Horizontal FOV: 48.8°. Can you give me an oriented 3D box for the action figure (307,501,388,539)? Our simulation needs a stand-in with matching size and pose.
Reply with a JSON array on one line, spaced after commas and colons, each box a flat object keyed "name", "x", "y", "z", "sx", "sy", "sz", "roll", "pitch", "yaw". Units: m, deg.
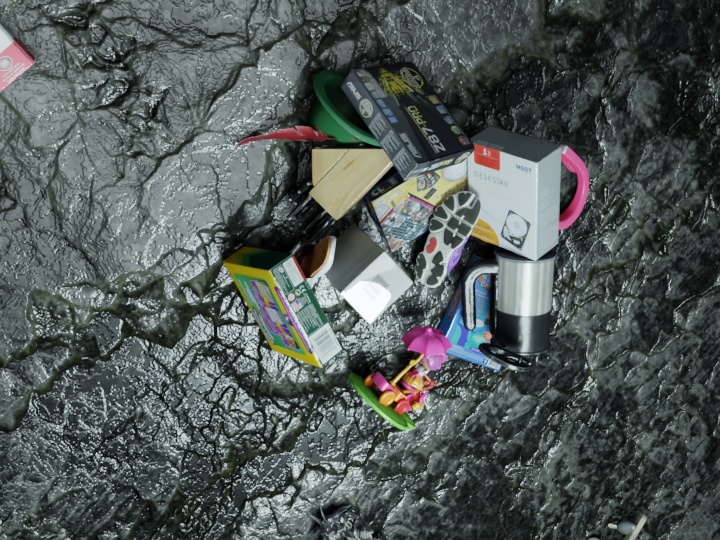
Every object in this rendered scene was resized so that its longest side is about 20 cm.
[{"name": "action figure", "x": -0.020, "y": 0.548, "z": 1.608, "sx": 0.200, "sy": 0.102, "sz": 0.119, "roll": 39, "pitch": 103, "yaw": -25}]

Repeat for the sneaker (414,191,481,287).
[{"name": "sneaker", "x": 0.167, "y": -0.063, "z": 1.489, "sx": 0.083, "sy": 0.081, "sz": 0.200, "roll": -24, "pitch": 147, "yaw": -56}]

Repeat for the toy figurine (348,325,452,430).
[{"name": "toy figurine", "x": 0.106, "y": 0.195, "z": 1.520, "sx": 0.184, "sy": 0.150, "sz": 0.200, "roll": -48, "pitch": 136, "yaw": 3}]

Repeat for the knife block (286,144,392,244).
[{"name": "knife block", "x": -0.029, "y": -0.128, "z": 1.377, "sx": 0.199, "sy": 0.064, "sz": 0.176, "roll": 2, "pitch": 104, "yaw": 13}]

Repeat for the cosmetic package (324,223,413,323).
[{"name": "cosmetic package", "x": 0.000, "y": 0.000, "z": 1.394, "sx": 0.108, "sy": 0.200, "sz": 0.085, "roll": -43, "pitch": 112, "yaw": 1}]

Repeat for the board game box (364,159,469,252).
[{"name": "board game box", "x": 0.115, "y": -0.137, "z": 1.456, "sx": 0.200, "sy": 0.035, "sz": 0.136, "roll": -31, "pitch": 134, "yaw": -8}]

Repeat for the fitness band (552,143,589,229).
[{"name": "fitness band", "x": 0.377, "y": -0.159, "z": 1.526, "sx": 0.200, "sy": 0.037, "sz": 0.144, "roll": 28, "pitch": 85, "yaw": -47}]

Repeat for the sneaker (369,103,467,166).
[{"name": "sneaker", "x": 0.114, "y": -0.235, "z": 1.427, "sx": 0.200, "sy": 0.079, "sz": 0.076, "roll": -30, "pitch": 113, "yaw": -9}]

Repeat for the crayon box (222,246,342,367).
[{"name": "crayon box", "x": -0.136, "y": 0.060, "z": 1.379, "sx": 0.058, "sy": 0.172, "sz": 0.200, "roll": -37, "pitch": 115, "yaw": -25}]

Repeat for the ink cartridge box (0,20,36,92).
[{"name": "ink cartridge box", "x": -0.601, "y": -0.339, "z": 1.157, "sx": 0.146, "sy": 0.085, "sz": 0.200, "roll": -41, "pitch": 116, "yaw": -3}]

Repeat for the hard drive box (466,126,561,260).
[{"name": "hard drive box", "x": 0.275, "y": -0.140, "z": 1.434, "sx": 0.077, "sy": 0.156, "sz": 0.201, "roll": -33, "pitch": 131, "yaw": -32}]

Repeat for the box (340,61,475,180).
[{"name": "box", "x": 0.081, "y": -0.256, "z": 1.334, "sx": 0.161, "sy": 0.049, "sz": 0.200, "roll": -21, "pitch": 73, "yaw": -41}]

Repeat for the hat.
[{"name": "hat", "x": -0.062, "y": -0.233, "z": 1.383, "sx": 0.200, "sy": 0.166, "sz": 0.176, "roll": 42, "pitch": 124, "yaw": -2}]

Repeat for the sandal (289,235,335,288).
[{"name": "sandal", "x": -0.097, "y": -0.017, "z": 1.371, "sx": 0.059, "sy": 0.207, "sz": 0.079, "roll": 14, "pitch": 66, "yaw": -16}]

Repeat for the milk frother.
[{"name": "milk frother", "x": 0.288, "y": 0.069, "z": 1.461, "sx": 0.180, "sy": 0.200, "sz": 0.189, "roll": -5, "pitch": 108, "yaw": -13}]

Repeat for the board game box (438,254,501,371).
[{"name": "board game box", "x": 0.251, "y": 0.086, "z": 1.587, "sx": 0.152, "sy": 0.045, "sz": 0.201, "roll": 21, "pitch": 99, "yaw": -22}]

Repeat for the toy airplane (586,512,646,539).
[{"name": "toy airplane", "x": 0.575, "y": 0.663, "z": 1.816, "sx": 0.200, "sy": 0.141, "sz": 0.200, "roll": -15, "pitch": 128, "yaw": -48}]
